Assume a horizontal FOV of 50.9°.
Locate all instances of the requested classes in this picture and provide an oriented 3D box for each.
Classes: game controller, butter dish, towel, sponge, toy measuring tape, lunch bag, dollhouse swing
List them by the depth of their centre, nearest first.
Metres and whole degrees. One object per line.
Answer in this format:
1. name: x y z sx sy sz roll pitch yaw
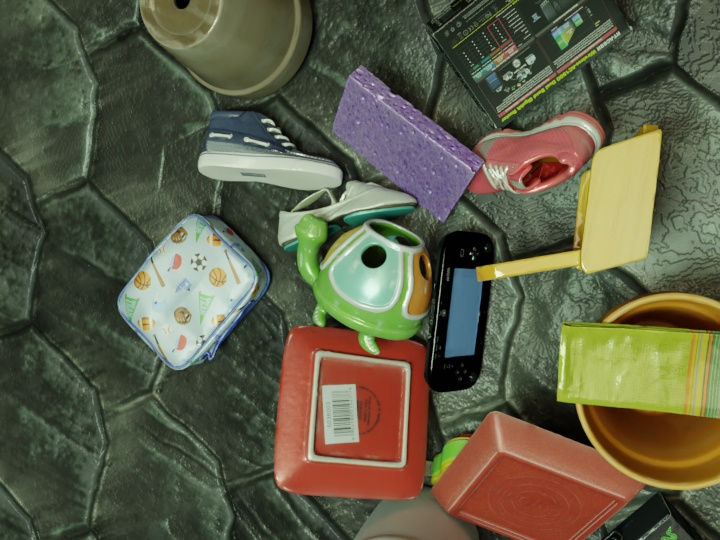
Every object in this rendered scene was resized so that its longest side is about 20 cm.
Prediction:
1. towel: 0.301 0.100 0.760 0.198 0.018 0.087 4 92 14
2. dollhouse swing: 0.232 -0.071 0.868 0.174 0.200 0.184 6 93 14
3. game controller: 0.124 0.052 0.951 0.042 0.104 0.202 8 94 36
4. sponge: 0.055 -0.158 0.961 0.200 0.112 0.030 40 58 9
5. butter dish: -0.025 0.186 0.974 0.197 0.148 0.202 10 73 -20
6. toy measuring tape: 0.101 0.243 0.975 0.198 0.074 0.075 4 93 14
7. lunch bag: -0.230 0.034 1.052 0.160 0.076 0.200 43 100 7

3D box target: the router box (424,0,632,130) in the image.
1. router box: 0.199 -0.291 0.906 0.199 0.062 0.150 -36 115 12

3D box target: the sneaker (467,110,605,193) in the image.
1. sneaker: 0.186 -0.126 0.897 0.199 0.087 0.074 -16 121 48

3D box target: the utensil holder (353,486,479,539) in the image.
1. utensil holder: 0.058 0.371 0.921 0.168 0.200 0.172 1 95 14

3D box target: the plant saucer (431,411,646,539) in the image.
1. plant saucer: 0.204 0.265 0.890 0.198 0.037 0.201 22 135 -2

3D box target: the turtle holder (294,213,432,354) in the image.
1. turtle holder: 0.010 0.001 0.953 0.185 0.140 0.133 43 123 41

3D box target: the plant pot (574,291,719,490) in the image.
1. plant pot: 0.341 0.120 0.855 0.198 0.183 0.203 1 93 14

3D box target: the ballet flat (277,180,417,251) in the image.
1. ballet flat: -0.025 -0.084 1.005 0.198 0.069 0.070 -17 88 17

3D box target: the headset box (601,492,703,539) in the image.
1. headset box: 0.360 0.397 0.905 0.174 0.093 0.200 -43 81 11

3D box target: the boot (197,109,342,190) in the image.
1. boot: -0.118 -0.167 1.022 0.198 0.073 0.091 7 75 3

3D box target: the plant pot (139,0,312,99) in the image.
1. plant pot: -0.183 -0.328 0.967 0.198 0.173 0.203 3 98 19
